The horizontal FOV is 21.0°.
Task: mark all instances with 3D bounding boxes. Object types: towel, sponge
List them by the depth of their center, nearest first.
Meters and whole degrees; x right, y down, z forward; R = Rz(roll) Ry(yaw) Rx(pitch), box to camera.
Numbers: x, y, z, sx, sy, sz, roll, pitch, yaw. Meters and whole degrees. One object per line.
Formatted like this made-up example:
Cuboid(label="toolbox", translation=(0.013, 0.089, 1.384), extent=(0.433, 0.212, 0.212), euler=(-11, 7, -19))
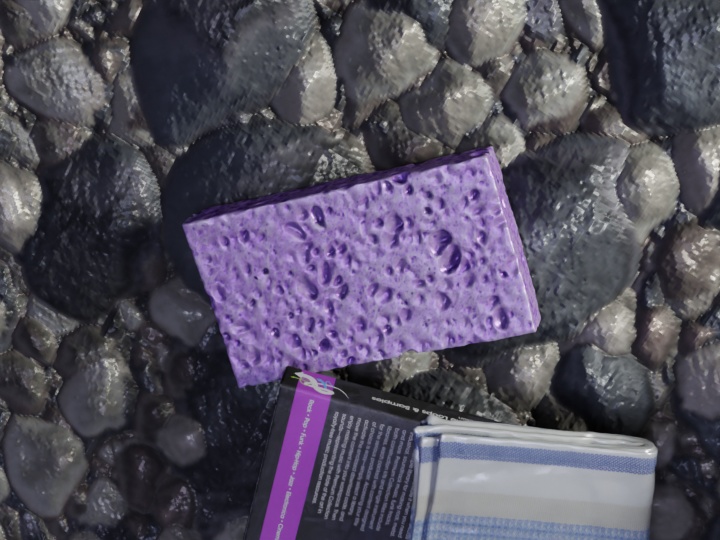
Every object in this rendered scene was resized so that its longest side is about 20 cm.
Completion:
Cuboid(label="sponge", translation=(0.000, 0.000, 1.170), extent=(0.198, 0.030, 0.113), euler=(-12, 105, 19))
Cuboid(label="towel", translation=(0.097, 0.182, 1.173), extent=(0.145, 0.024, 0.202), euler=(4, 114, 1))

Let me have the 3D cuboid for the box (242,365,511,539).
Cuboid(label="box", translation=(0.032, 0.151, 1.198), extent=(0.198, 0.036, 0.144), euler=(16, 113, 2))
